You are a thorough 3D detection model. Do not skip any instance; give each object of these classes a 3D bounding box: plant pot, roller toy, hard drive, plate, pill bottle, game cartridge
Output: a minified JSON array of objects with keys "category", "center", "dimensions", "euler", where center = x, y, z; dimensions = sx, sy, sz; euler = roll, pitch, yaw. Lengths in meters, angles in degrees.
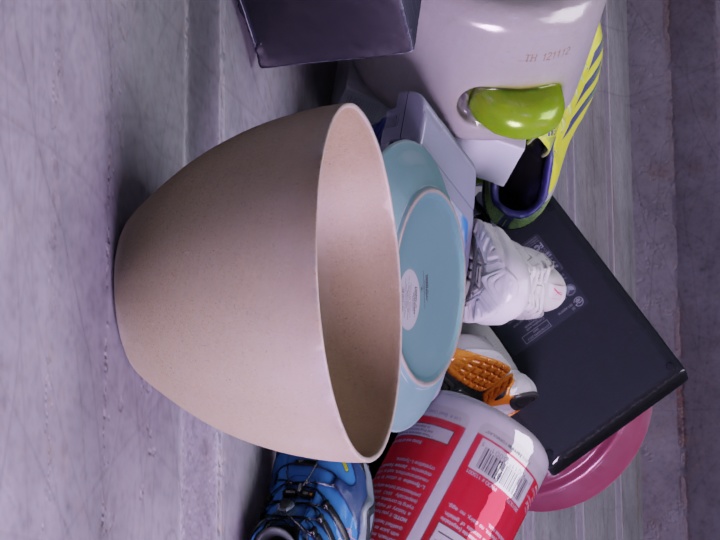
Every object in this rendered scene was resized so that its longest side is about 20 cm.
[{"category":"plant pot","center":[0.137,0.097,1.997],"dimensions":[0.179,0.199,0.201],"euler":[35,51,-53]},{"category":"roller toy","center":[0.087,-0.204,1.683],"dimensions":[0.183,0.199,0.140],"euler":[-54,165,-45]},{"category":"hard drive","center":[0.161,0.052,1.876],"dimensions":[0.200,0.139,0.033],"euler":[55,1,27]},{"category":"plate","center":[0.038,0.011,1.540],"dimensions":[0.200,0.025,0.202],"euler":[3,90,-67]},{"category":"plant pot","center":[-0.062,0.011,1.270],"dimensions":[0.200,0.133,0.202],"euler":[-4,90,-77]},{"category":"pill bottle","center":[0.047,0.197,1.625],"dimensions":[0.201,0.112,0.112],"euler":[-60,153,-21]},{"category":"game cartridge","center":[0.041,-0.011,1.618],"dimensions":[0.133,0.040,0.201],"euler":[50,47,-63]}]

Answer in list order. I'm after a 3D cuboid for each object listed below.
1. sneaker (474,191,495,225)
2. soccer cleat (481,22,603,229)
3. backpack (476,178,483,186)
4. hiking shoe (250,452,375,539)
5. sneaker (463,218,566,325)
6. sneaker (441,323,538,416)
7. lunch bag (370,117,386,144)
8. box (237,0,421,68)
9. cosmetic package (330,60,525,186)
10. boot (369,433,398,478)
[{"category":"sneaker","center":[0.091,-0.034,2.041],"dimensions":[0.200,0.079,0.079],"euler":[-10,98,-75]},{"category":"soccer cleat","center":[0.153,-0.128,1.823],"dimensions":[0.084,0.064,0.201],"euler":[-109,-141,-87]},{"category":"backpack","center":[0.079,-0.150,1.923],"dimensions":[0.201,0.152,0.164],"euler":[-97,-177,-56]},{"category":"hiking shoe","center":[-0.035,0.173,1.468],"dimensions":[0.087,0.074,0.201],"euler":[66,24,-57]},{"category":"sneaker","center":[0.117,0.005,1.735],"dimensions":[0.200,0.099,0.079],"euler":[-133,-124,-80]},{"category":"sneaker","center":[0.075,0.069,1.761],"dimensions":[0.092,0.075,0.200],"euler":[58,5,18]},{"category":"lunch bag","center":[0.000,0.000,1.662],"dimensions":[0.161,0.075,0.201],"euler":[-67,149,-55]},{"category":"box","center":[-0.026,-0.281,1.534],"dimensions":[0.201,0.116,0.197],"euler":[-82,162,-44]},{"category":"cosmetic package","center":[0.062,-0.174,1.792],"dimensions":[0.052,0.150,0.201],"euler":[121,-16,-46]},{"category":"boot","center":[0.039,0.136,1.792],"dimensions":[0.200,0.065,0.166],"euler":[39,56,-68]}]
